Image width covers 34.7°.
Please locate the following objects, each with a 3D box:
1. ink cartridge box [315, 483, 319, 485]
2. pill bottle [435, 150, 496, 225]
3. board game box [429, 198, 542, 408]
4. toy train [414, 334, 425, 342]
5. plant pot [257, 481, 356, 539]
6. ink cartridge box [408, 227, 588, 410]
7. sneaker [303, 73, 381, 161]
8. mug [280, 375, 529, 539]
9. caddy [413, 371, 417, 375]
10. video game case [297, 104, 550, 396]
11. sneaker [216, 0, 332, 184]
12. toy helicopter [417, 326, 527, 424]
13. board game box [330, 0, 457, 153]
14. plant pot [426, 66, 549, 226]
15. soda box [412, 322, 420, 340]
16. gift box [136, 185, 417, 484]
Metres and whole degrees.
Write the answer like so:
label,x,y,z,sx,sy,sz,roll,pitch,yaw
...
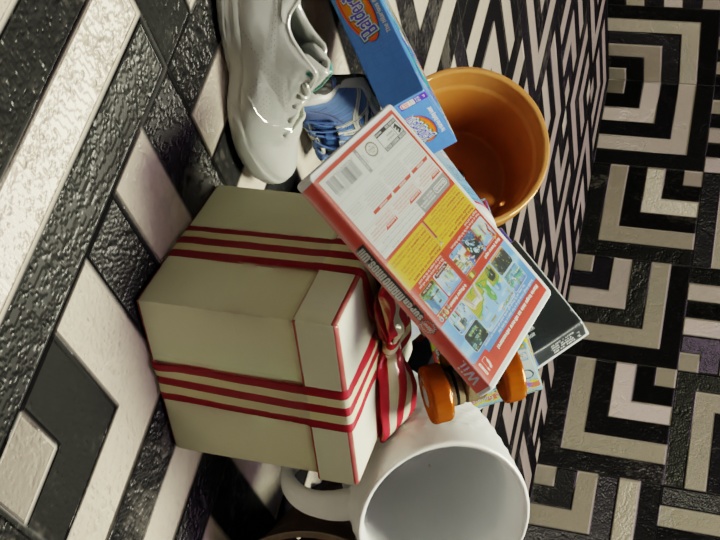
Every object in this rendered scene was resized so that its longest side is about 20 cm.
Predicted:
label,x,y,z,sx,sy,sz,roll,pitch,yaw
ink cartridge box,-0.038,0.346,1.316,0.119,0.041,0.202,35,62,-71
pill bottle,0.073,-0.052,1.197,0.201,0.108,0.109,57,-10,37
board game box,0.125,0.039,1.298,0.103,0.104,0.202,60,15,-55
toy train,0.000,0.045,1.280,0.116,0.084,0.201,-56,145,-23
plant pot,-0.025,0.303,1.111,0.198,0.198,0.203,-49,143,-73
ink cartridge box,0.135,0.056,1.377,0.201,0.197,0.043,55,-1,38
sneaker,-0.019,-0.146,1.120,0.200,0.075,0.078,5,88,-72
mug,0.028,0.175,1.011,0.176,0.198,0.149,-116,-156,-67
caddy,0.023,0.143,1.186,0.141,0.198,0.106,-29,140,-72
video game case,0.054,-0.020,0.866,0.200,0.017,0.143,49,39,-5
sneaker,-0.062,-0.156,0.960,0.076,0.087,0.202,-66,156,-47
toy helicopter,0.068,0.038,0.967,0.200,0.078,0.134,-136,-148,-78
board game box,0.019,-0.220,1.103,0.202,0.045,0.152,66,10,18
plant pot,0.127,-0.134,1.440,0.140,0.198,0.202,93,8,-77
soda box,0.000,0.000,1.163,0.063,0.068,0.201,-41,137,-12
gift box,-0.045,0.032,0.923,0.201,0.185,0.186,-65,155,-43
